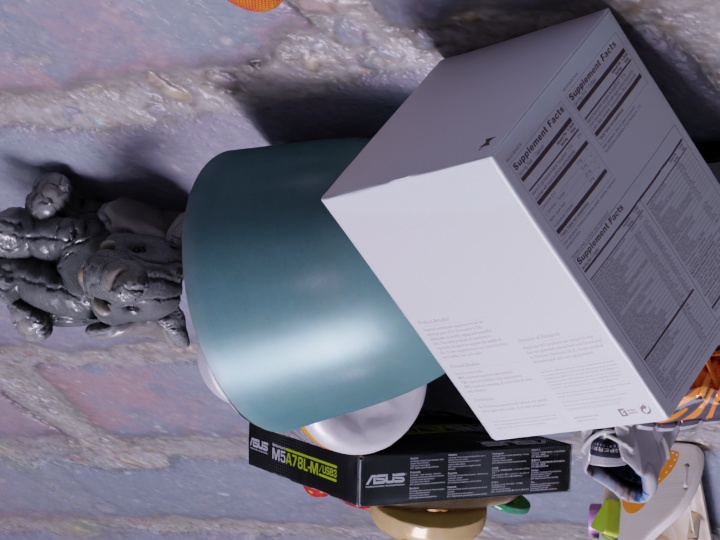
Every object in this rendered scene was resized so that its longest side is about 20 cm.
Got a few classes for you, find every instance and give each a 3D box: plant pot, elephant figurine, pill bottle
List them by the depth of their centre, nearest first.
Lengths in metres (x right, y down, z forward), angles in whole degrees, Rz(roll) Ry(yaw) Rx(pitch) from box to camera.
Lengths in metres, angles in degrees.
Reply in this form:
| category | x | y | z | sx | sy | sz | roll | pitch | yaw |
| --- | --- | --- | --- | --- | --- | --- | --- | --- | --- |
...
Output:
| category | x | y | z | sx | sy | sz | roll | pitch | yaw |
| --- | --- | --- | --- | --- | --- | --- | --- | --- | --- |
| plant pot | 0.000 | 0.000 | 1.486 | 0.161 | 0.201 | 0.201 | -11 | 143 | 26 |
| elephant figurine | -0.181 | 0.006 | 1.671 | 0.200 | 0.155 | 0.142 | 10 | 133 | 38 |
| pill bottle | -0.043 | 0.074 | 1.708 | 0.116 | 0.116 | 0.200 | 33 | 169 | -28 |

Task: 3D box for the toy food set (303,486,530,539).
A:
| category | x | y | z | sx | sy | sz | roll | pitch | yaw |
| --- | --- | --- | --- | --- | --- | --- | --- | --- | --- |
| toy food set | 0.048 | 0.186 | 1.889 | 0.200 | 0.049 | 0.198 | 10 | -169 | 35 |

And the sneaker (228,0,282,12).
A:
| category | x | y | z | sx | sy | sz | roll | pitch | yaw |
| --- | --- | --- | --- | --- | --- | --- | --- | --- | --- |
| sneaker | -0.112 | -0.206 | 1.272 | 0.073 | 0.077 | 0.200 | -3 | 149 | 35 |

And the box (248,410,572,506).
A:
| category | x | y | z | sx | sy | sz | roll | pitch | yaw |
| --- | --- | --- | --- | --- | --- | --- | --- | --- | --- |
| box | 0.037 | 0.150 | 1.773 | 0.200 | 0.048 | 0.193 | 0 | -177 | -28 |

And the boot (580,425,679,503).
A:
| category | x | y | z | sx | sy | sz | roll | pitch | yaw |
| --- | --- | --- | --- | --- | --- | --- | --- | --- | --- |
| boot | 0.198 | 0.104 | 1.666 | 0.074 | 0.096 | 0.200 | 2 | 150 | 31 |

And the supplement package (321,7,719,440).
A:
| category | x | y | z | sx | sy | sz | roll | pitch | yaw |
| --- | --- | --- | --- | --- | --- | --- | --- | --- | --- |
| supplement package | 0.116 | -0.024 | 1.330 | 0.152 | 0.151 | 0.200 | -12 | 121 | 48 |

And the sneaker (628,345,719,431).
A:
| category | x | y | z | sx | sy | sz | roll | pitch | yaw |
| --- | --- | --- | --- | --- | --- | --- | --- | --- | --- |
| sneaker | 0.265 | 0.069 | 1.563 | 0.200 | 0.078 | 0.112 | 4 | 158 | -10 |

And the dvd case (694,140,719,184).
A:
| category | x | y | z | sx | sy | sz | roll | pitch | yaw |
| --- | --- | --- | --- | --- | --- | --- | --- | --- | --- |
| dvd case | 0.287 | -0.026 | 1.431 | 0.143 | 0.018 | 0.200 | -7 | 145 | 41 |

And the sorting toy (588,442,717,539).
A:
| category | x | y | z | sx | sy | sz | roll | pitch | yaw |
| --- | --- | --- | --- | --- | --- | --- | --- | --- | --- |
| sorting toy | 0.232 | 0.262 | 1.862 | 0.107 | 0.180 | 0.200 | 9 | 153 | 19 |
